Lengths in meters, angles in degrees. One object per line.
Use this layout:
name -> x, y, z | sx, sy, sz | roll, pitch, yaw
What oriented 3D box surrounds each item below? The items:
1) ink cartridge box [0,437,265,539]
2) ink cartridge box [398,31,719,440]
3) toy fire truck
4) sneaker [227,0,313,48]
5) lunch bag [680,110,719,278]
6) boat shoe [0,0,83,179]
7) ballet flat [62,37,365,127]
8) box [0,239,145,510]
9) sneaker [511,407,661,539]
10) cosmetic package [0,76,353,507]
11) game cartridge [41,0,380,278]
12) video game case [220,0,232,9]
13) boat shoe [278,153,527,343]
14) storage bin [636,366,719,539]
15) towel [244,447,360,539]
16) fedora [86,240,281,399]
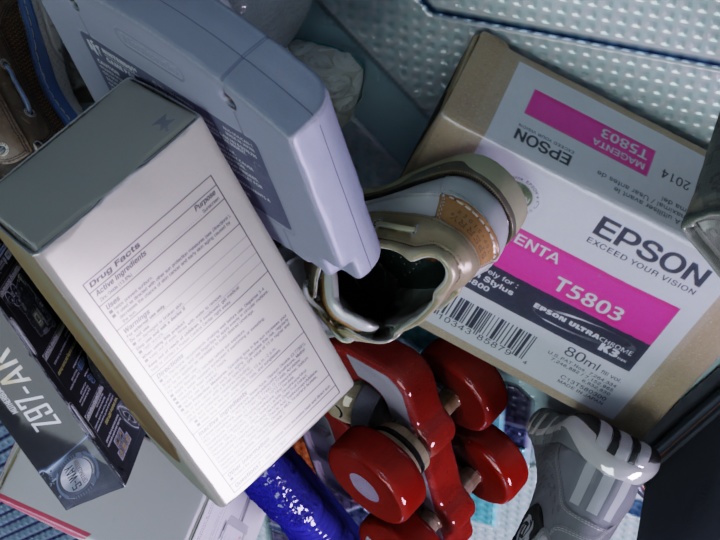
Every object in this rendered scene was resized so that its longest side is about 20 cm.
ink cartridge box -> -0.164, 0.175, 1.057 | 0.146, 0.083, 0.200 | 20, 166, 12
ink cartridge box -> 0.113, -0.013, 0.787 | 0.199, 0.075, 0.165 | 27, 140, 1
toy fire truck -> 0.009, 0.110, 0.954 | 0.167, 0.112, 0.201 | 24, 147, 37
sneaker -> -0.075, -0.195, 0.714 | 0.105, 0.076, 0.201 | 32, 142, 21
lunch bag -> 0.252, -0.018, 0.641 | 0.117, 0.164, 0.200 | -19, 122, 42
boat shoe -> -0.195, -0.075, 0.778 | 0.072, 0.201, 0.072 | -2, 150, -38
ballet flat -> -0.095, -0.096, 0.817 | 0.199, 0.072, 0.072 | 6, 135, 21
box -> -0.178, 0.021, 0.863 | 0.043, 0.200, 0.161 | -22, 115, 16
sneaker -> 0.118, 0.149, 0.865 | 0.075, 0.116, 0.200 | 27, 174, 7
cosmetic package -> -0.092, 0.015, 0.714 | 0.071, 0.105, 0.200 | 31, 156, 45
game cartridge -> -0.077, -0.085, 0.689 | 0.200, 0.041, 0.133 | 34, 163, 33
video game case -> -0.149, -0.199, 0.710 | 0.182, 0.023, 0.200 | 24, 150, 50
boat shoe -> 0.000, 0.000, 0.754 | 0.075, 0.068, 0.200 | 47, 142, -10
storage bin -> 0.248, 0.155, 0.845 | 0.145, 0.135, 0.200 | 30, 140, -4
towel -> -0.047, 0.172, 1.019 | 0.200, 0.049, 0.148 | 53, 177, -25
fedora -> -0.102, -0.013, 0.847 | 0.092, 0.200, 0.201 | 43, 145, 24
